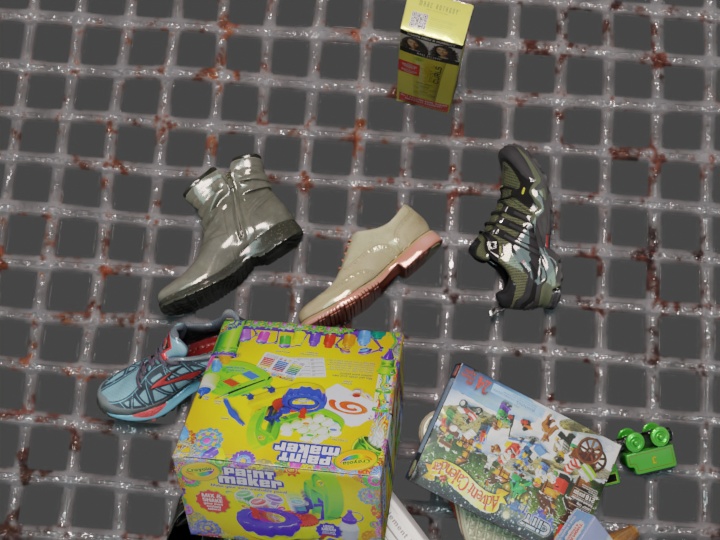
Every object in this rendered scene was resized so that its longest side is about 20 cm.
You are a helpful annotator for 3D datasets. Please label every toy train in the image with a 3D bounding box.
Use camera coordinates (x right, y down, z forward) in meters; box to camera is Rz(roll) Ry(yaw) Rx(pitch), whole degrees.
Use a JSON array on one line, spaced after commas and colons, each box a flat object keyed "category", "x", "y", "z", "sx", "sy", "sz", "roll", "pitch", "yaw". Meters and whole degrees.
[{"category": "toy train", "x": 0.264, "y": 0.221, "z": 1.045, "sx": 0.197, "sy": 0.042, "sz": 0.057, "roll": -13, "pitch": 90, "yaw": -1}]

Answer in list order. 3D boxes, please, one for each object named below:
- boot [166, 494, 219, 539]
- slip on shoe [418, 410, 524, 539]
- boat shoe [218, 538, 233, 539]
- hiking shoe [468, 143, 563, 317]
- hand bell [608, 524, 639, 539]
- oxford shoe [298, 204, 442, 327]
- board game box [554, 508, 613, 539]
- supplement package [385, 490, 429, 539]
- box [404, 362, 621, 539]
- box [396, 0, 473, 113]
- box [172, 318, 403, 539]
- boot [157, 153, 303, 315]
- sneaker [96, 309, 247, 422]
[{"category": "boot", "x": -0.165, "y": 0.228, "z": 1.002, "sx": 0.076, "sy": 0.138, "sz": 0.203, "roll": 4, "pitch": 79, "yaw": 2}, {"category": "slip on shoe", "x": 0.125, "y": 0.250, "z": 1.032, "sx": 0.073, "sy": 0.061, "sz": 0.202, "roll": -29, "pitch": 85, "yaw": -11}, {"category": "boat shoe", "x": -0.070, "y": 0.241, "z": 1.008, "sx": 0.072, "sy": 0.076, "sz": 0.201, "roll": 46, "pitch": 64, "yaw": -32}, {"category": "hiking shoe", "x": 0.174, "y": -0.049, "z": 1.075, "sx": 0.099, "sy": 0.076, "sz": 0.203, "roll": -9, "pitch": 81, "yaw": -4}, {"category": "hand bell", "x": 0.231, "y": 0.346, "z": 1.011, "sx": 0.199, "sy": 0.104, "sz": 0.105, "roll": -34, "pitch": 81, "yaw": -17}, {"category": "oxford shoe", "x": 0.000, "y": 0.000, "z": 1.079, "sx": 0.199, "sy": 0.071, "sz": 0.074, "roll": -35, "pitch": 76, "yaw": -15}, {"category": "board game box", "x": 0.244, "y": 0.375, "z": 0.956, "sx": 0.152, "sy": 0.036, "sz": 0.201, "roll": -48, "pitch": 112, "yaw": -21}, {"category": "supplement package", "x": -0.022, "y": 0.331, "z": 0.994, "sx": 0.199, "sy": 0.110, "sz": 0.114, "roll": -38, "pitch": 80, "yaw": -5}, {"category": "box", "x": 0.165, "y": 0.207, "z": 0.992, "sx": 0.198, "sy": 0.038, "sz": 0.138, "roll": 26, "pitch": 80, "yaw": -2}, {"category": "box", "x": 0.081, "y": -0.245, "z": 1.048, "sx": 0.074, "sy": 0.200, "sz": 0.051, "roll": 16, "pitch": 80, "yaw": 3}, {"category": "box", "x": -0.063, "y": 0.164, "z": 0.935, "sx": 0.197, "sy": 0.123, "sz": 0.194, "roll": 4, "pitch": 39, "yaw": 8}, {"category": "boot", "x": -0.177, "y": -0.044, "z": 1.095, "sx": 0.199, "sy": 0.068, "sz": 0.131, "roll": -33, "pitch": 76, "yaw": -12}, {"category": "sneaker", "x": -0.213, "y": 0.098, "z": 1.041, "sx": 0.198, "sy": 0.096, "sz": 0.080, "roll": -23, "pitch": 48, "yaw": -8}]
